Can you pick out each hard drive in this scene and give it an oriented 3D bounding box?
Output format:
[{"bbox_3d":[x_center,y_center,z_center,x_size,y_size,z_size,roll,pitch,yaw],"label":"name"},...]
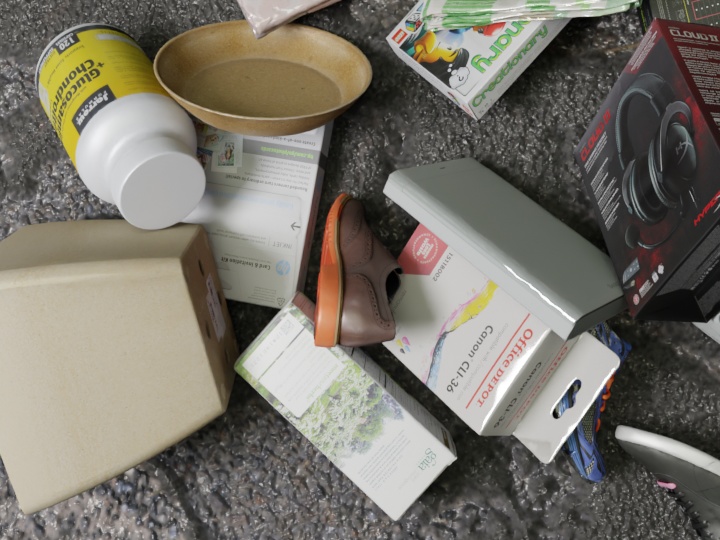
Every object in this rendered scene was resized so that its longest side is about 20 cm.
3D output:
[{"bbox_3d":[0.129,-0.027,0.721,0.200,0.131,0.027,41,125,27],"label":"hard drive"}]

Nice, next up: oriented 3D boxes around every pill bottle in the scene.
[{"bbox_3d":[-0.217,-0.132,0.788,0.112,0.112,0.201,-42,55,5],"label":"pill bottle"}]

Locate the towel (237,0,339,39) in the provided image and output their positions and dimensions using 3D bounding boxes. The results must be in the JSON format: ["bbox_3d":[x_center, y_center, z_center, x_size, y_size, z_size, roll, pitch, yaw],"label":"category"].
[{"bbox_3d":[-0.062,-0.346,0.828,0.189,0.032,0.202,-28,82,-7],"label":"towel"}]

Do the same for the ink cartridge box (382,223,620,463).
[{"bbox_3d":[0.106,0.057,0.731,0.200,0.067,0.117,41,105,34],"label":"ink cartridge box"}]

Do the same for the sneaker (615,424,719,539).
[{"bbox_3d":[0.294,0.214,0.730,0.198,0.071,0.100,29,87,6],"label":"sneaker"}]

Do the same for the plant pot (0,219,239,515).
[{"bbox_3d":[-0.210,0.057,0.749,0.174,0.200,0.203,-13,106,2],"label":"plant pot"}]

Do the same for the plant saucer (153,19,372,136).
[{"bbox_3d":[-0.088,-0.174,0.787,0.197,0.201,0.036,15,130,10],"label":"plant saucer"}]

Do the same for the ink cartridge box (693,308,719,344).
[{"bbox_3d":[0.349,0.004,0.667,0.083,0.200,0.148,36,93,10],"label":"ink cartridge box"}]

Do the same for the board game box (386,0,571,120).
[{"bbox_3d":[0.131,-0.249,0.781,0.200,0.035,0.126,-47,55,5],"label":"board game box"}]

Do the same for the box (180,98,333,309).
[{"bbox_3d":[-0.117,-0.073,0.837,0.153,0.041,0.204,9,88,11],"label":"box"}]

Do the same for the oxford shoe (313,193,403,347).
[{"bbox_3d":[0.000,0.000,0.753,0.071,0.201,0.072,6,127,-2],"label":"oxford shoe"}]

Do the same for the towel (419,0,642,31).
[{"bbox_3d":[0.155,-0.282,0.745,0.197,0.023,0.155,4,70,33],"label":"towel"}]

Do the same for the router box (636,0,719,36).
[{"bbox_3d":[0.321,-0.261,0.757,0.147,0.062,0.204,-12,85,10],"label":"router box"}]

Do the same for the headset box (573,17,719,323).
[{"bbox_3d":[0.250,-0.084,0.675,0.076,0.150,0.203,3,54,-16],"label":"headset box"}]

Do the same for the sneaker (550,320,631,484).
[{"bbox_3d":[0.201,0.085,0.755,0.077,0.075,0.204,-5,87,7],"label":"sneaker"}]

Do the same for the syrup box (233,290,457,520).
[{"bbox_3d":[-0.012,0.118,0.769,0.200,0.081,0.079,43,95,-3],"label":"syrup box"}]
